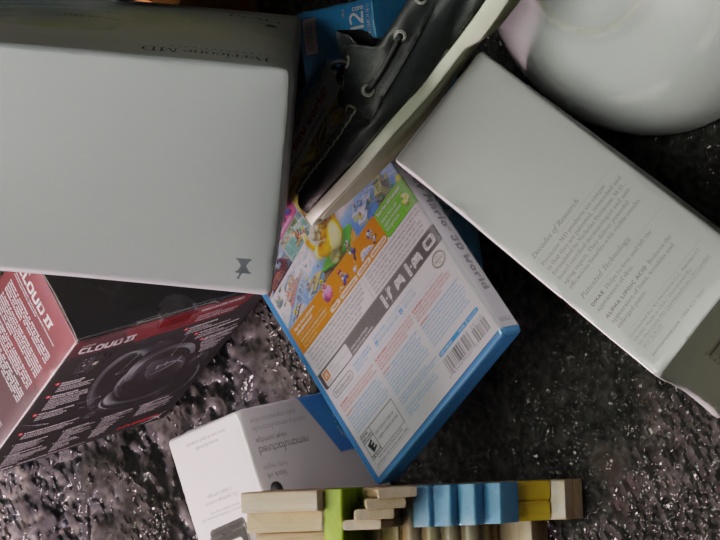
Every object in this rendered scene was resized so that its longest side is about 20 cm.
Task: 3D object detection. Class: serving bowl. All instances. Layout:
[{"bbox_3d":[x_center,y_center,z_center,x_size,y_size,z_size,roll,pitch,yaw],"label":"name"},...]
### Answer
[{"bbox_3d":[0.140,-0.171,1.313,0.199,0.066,0.202,6,99,40],"label":"serving bowl"}]

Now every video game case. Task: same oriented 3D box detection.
[{"bbox_3d":[0.000,0.000,1.388,0.201,0.018,0.143,58,133,24],"label":"video game case"}]

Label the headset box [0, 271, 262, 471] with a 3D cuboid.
[{"bbox_3d":[-0.158,0.035,1.503,0.078,0.148,0.200,59,141,17],"label":"headset box"}]

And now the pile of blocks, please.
[{"bbox_3d":[0.032,0.152,1.373,0.082,0.198,0.063,151,117,-81],"label":"pile of blocks"}]

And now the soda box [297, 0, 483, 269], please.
[{"bbox_3d":[0.020,-0.057,1.423,0.064,0.068,0.202,-6,92,44],"label":"soda box"}]

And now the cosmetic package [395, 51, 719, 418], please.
[{"bbox_3d":[0.127,-0.020,1.301,0.200,0.113,0.081,39,94,30],"label":"cosmetic package"}]

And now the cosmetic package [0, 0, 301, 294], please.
[{"bbox_3d":[-0.136,-0.075,1.306,0.198,0.200,0.124,5,105,-1],"label":"cosmetic package"}]

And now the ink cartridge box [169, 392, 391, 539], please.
[{"bbox_3d":[-0.027,0.179,1.462,0.068,0.116,0.201,-24,81,40],"label":"ink cartridge box"}]

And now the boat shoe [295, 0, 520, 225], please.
[{"bbox_3d":[0.019,-0.116,1.304,0.066,0.074,0.200,40,109,4],"label":"boat shoe"}]

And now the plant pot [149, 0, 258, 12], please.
[{"bbox_3d":[-0.148,-0.124,1.489,0.139,0.200,0.202,3,98,23],"label":"plant pot"}]
